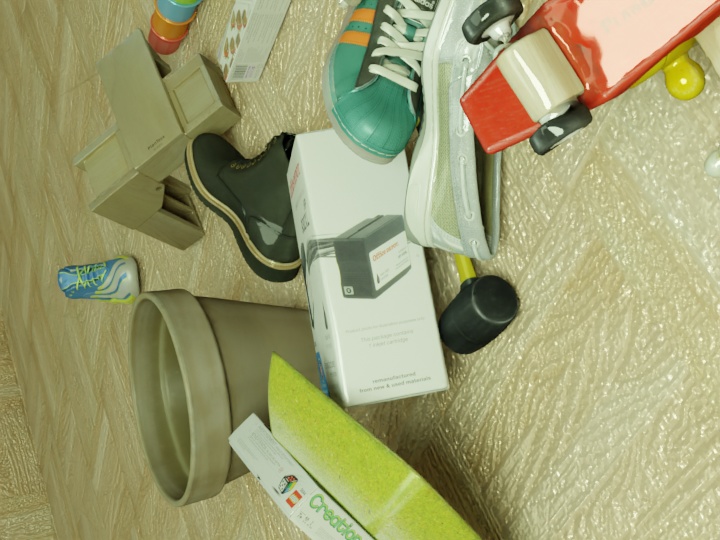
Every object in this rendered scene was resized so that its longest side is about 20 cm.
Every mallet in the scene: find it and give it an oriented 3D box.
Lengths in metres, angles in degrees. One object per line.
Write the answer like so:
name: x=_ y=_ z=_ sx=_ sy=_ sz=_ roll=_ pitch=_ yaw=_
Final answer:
mallet: x=0.064 y=-0.034 z=0.801 sx=0.066 sy=0.041 sz=0.202 roll=120 pitch=140 yaw=-53

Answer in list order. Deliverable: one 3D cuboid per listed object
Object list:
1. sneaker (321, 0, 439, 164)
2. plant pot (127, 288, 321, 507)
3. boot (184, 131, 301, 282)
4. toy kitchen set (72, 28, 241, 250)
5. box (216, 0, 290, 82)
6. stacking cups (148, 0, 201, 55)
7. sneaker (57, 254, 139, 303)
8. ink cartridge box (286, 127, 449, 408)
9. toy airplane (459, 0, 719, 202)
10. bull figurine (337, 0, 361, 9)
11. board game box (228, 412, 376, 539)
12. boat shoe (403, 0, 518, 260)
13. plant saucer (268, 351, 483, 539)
sneaker: x=0.025 y=-0.168 z=0.737 sx=0.080 sy=0.071 sz=0.202 roll=-45 pitch=30 yaw=49
plant pot: x=-0.115 y=0.109 z=1.033 sx=0.199 sy=0.171 sz=0.203 roll=24 pitch=118 yaw=58
boot: x=-0.100 y=-0.107 z=1.074 sx=0.200 sy=0.077 sz=0.139 roll=49 pitch=136 yaw=28
toy kitchen set: x=-0.220 y=-0.167 z=1.284 sx=0.199 sy=0.180 sz=0.164 roll=-35 pitch=62 yaw=16
box: x=-0.096 y=-0.262 z=1.048 sx=0.039 sy=0.041 sz=0.200 roll=69 pitch=151 yaw=24
stacking cups: x=-0.209 y=-0.322 z=1.247 sx=0.200 sy=0.060 sz=0.061 roll=139 pitch=120 yaw=-63
sneaker: x=-0.411 y=0.021 z=1.672 sx=0.199 sy=0.104 sz=0.077 roll=-11 pitch=87 yaw=64
ink cartridge box: x=0.000 y=0.000 z=0.836 sx=0.145 sy=0.082 sz=0.203 roll=136 pitch=124 yaw=-81
toy airplane: x=0.156 y=-0.138 z=0.504 sx=0.197 sy=0.141 sz=0.203 roll=15 pitch=105 yaw=21
bull figurine: x=0.015 y=-0.276 z=0.721 sx=0.201 sy=0.064 sz=0.122 roll=-56 pitch=22 yaw=30
board game box: x=-0.018 y=0.212 z=0.888 sx=0.200 sy=0.035 sz=0.126 roll=50 pitch=172 yaw=-34
boat shoe: x=0.077 y=-0.109 z=0.712 sx=0.064 sy=0.074 sz=0.205 roll=17 pitch=107 yaw=24
plant saucer: x=0.020 y=0.168 z=0.774 sx=0.199 sy=0.048 sz=0.200 roll=32 pitch=166 yaw=52
